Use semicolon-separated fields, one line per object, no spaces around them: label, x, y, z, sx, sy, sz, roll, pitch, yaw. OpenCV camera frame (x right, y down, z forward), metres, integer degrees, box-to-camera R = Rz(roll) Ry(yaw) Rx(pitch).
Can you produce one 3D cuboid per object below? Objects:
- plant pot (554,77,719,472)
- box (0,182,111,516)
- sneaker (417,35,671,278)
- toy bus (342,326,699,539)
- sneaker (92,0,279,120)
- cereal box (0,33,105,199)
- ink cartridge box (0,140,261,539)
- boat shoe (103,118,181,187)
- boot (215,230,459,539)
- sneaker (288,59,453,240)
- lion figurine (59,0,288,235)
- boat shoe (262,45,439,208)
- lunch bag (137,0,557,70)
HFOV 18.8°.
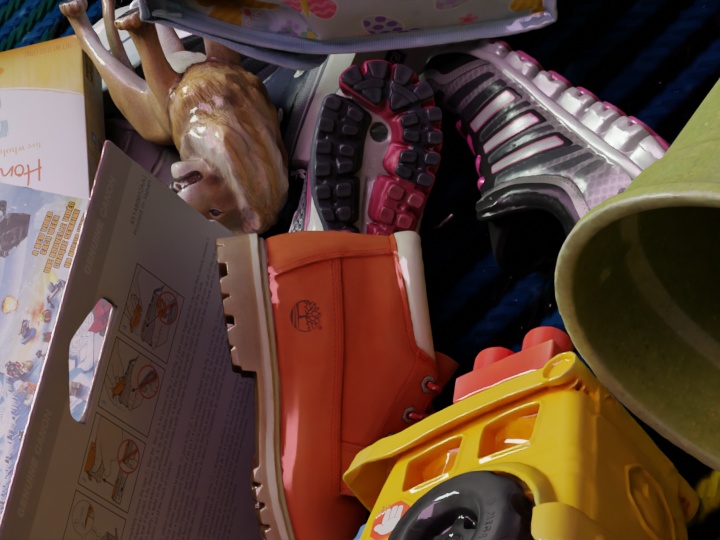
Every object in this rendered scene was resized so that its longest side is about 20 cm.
plant pot;0.201;-0.033;0.856;0.199;0.201;0.185;2;52;42
box;-0.188;0.055;1.097;0.136;0.040;0.202;12;71;18
sneaker;0.079;-0.046;1.038;0.088;0.074;0.200;-52;43;-3
toy bus;0.044;0.119;0.925;0.199;0.136;0.193;-27;34;28
sneaker;-0.120;-0.128;1.269;0.199;0.073;0.071;-18;55;32
cereal box;-0.207;-0.021;1.182;0.143;0.040;0.202;-12;62;9
ink cartridge box;-0.103;0.067;1.036;0.044;0.176;0.202;-5;61;37
boat shoe;-0.142;-0.044;1.237;0.199;0.068;0.072;26;70;29
boot;-0.002;0.079;1.002;0.106;0.075;0.202;-7;91;-6
sneaker;0.000;0.000;1.071;0.075;0.080;0.202;-175;99;-87
lion figurine;-0.094;-0.091;1.145;0.072;0.123;0.200;-27;20;-7
boat shoe;-0.004;-0.121;1.163;0.092;0.075;0.201;6;63;52
lunch bag;-0.009;-0.194;1.064;0.198;0.128;0.171;-7;49;7
